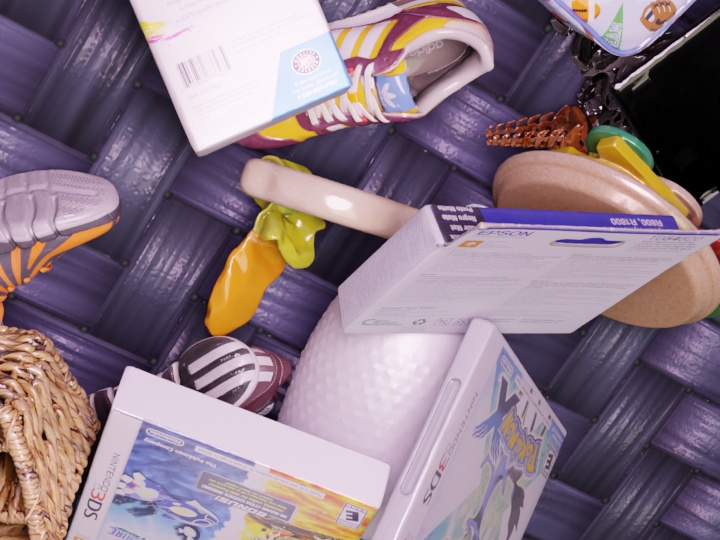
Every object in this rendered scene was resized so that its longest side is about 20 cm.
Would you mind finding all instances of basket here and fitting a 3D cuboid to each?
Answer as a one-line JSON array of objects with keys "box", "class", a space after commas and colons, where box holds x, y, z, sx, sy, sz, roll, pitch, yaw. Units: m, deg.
[{"box": [-0.302, 0.128, 1.102, 0.198, 0.150, 0.143, -3, 137, 17], "class": "basket"}]

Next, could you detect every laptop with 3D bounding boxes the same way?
[{"box": [0.283, -0.140, 1.187, 0.187, 0.116, 0.200, -37, 122, 5], "class": "laptop"}]

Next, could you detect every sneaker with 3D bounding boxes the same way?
[{"box": [-0.256, 0.002, 1.150, 0.198, 0.078, 0.113, -14, 124, 4], "class": "sneaker"}, {"box": [-0.003, -0.134, 1.131, 0.199, 0.090, 0.075, -26, 121, -1], "class": "sneaker"}, {"box": [-0.134, 0.114, 1.240, 0.199, 0.076, 0.115, -26, 164, 27], "class": "sneaker"}]

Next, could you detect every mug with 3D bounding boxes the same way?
[{"box": [0.037, 0.089, 1.241, 0.199, 0.147, 0.177, -8, 124, -48], "class": "mug"}]

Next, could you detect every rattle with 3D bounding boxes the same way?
[{"box": [0.000, 0.000, 1.139, 0.198, 0.130, 0.144, 20, 75, 6], "class": "rattle"}]

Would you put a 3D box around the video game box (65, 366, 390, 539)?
[{"box": [-0.101, 0.169, 1.156, 0.198, 0.047, 0.183, 21, 138, -5], "class": "video game box"}]

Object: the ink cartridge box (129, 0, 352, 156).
[{"box": [-0.096, -0.191, 1.065, 0.114, 0.068, 0.202, -23, 94, -3], "class": "ink cartridge box"}]

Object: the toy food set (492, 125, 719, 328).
[{"box": [0.189, -0.026, 1.198, 0.200, 0.197, 0.049, 44, 66, -21], "class": "toy food set"}]

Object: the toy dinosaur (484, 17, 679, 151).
[{"box": [0.195, -0.132, 1.191, 0.199, 0.102, 0.136, -36, 140, -19], "class": "toy dinosaur"}]

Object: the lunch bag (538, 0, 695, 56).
[{"box": [0.184, -0.258, 1.068, 0.160, 0.076, 0.200, 37, 101, -19], "class": "lunch bag"}]

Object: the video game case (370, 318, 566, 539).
[{"box": [0.083, 0.158, 1.164, 0.183, 0.022, 0.200, -64, 149, -17], "class": "video game case"}]

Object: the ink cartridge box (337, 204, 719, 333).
[{"box": [0.111, -0.008, 1.078, 0.198, 0.041, 0.200, 1, 159, -28], "class": "ink cartridge box"}]
